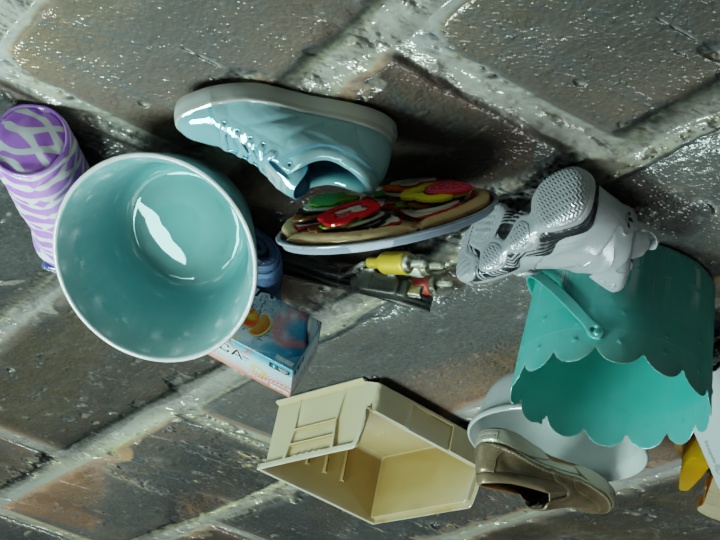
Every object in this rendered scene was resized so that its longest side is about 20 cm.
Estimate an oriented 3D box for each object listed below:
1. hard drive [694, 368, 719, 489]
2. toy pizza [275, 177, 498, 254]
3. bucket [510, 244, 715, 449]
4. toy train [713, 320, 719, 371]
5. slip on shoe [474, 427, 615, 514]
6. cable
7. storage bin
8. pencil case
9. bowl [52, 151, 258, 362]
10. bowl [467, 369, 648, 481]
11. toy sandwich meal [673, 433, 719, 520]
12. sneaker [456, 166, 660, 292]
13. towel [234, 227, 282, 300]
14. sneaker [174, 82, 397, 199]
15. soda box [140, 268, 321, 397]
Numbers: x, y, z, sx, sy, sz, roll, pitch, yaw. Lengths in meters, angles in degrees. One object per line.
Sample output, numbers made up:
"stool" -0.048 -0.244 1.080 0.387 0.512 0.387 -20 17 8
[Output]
"hard drive" 0.418 0.145 1.735 0.027 0.133 0.199 -23 178 -38
"toy pizza" 0.021 -0.054 1.485 0.198 0.032 0.200 -11 -168 2
"bucket" 0.244 0.069 1.629 0.205 0.136 0.208 9 153 5
"toy train" 0.385 0.052 1.638 0.034 0.046 0.199 17 152 -30
"slip on shoe" 0.200 0.236 1.861 0.076 0.061 0.199 -15 143 43
"cable" 0.000 0.000 1.728 0.198 0.051 0.097 12 165 30
"storage bin" 0.017 0.223 2.087 0.199 0.095 0.197 31 149 -33
"pencil case" -0.298 -0.079 1.638 0.085 0.084 0.201 30 157 17
"bowl" -0.178 -0.027 1.599 0.198 0.105 0.203 4 110 12
"bowl" 0.220 0.153 1.860 0.199 0.091 0.202 11 154 5
"toy sandwich meal" 0.444 0.228 1.937 0.203 0.071 0.206 10 154 5
"sneaker" 0.177 -0.018 1.550 0.114 0.076 0.199 27 147 -23
"towel" -0.130 0.006 1.743 0.111 0.049 0.201 28 153 9
"sneaker" -0.071 -0.107 1.472 0.197 0.083 0.074 6 153 10
"soda box" -0.139 0.044 1.693 0.198 0.064 0.069 27 153 8
